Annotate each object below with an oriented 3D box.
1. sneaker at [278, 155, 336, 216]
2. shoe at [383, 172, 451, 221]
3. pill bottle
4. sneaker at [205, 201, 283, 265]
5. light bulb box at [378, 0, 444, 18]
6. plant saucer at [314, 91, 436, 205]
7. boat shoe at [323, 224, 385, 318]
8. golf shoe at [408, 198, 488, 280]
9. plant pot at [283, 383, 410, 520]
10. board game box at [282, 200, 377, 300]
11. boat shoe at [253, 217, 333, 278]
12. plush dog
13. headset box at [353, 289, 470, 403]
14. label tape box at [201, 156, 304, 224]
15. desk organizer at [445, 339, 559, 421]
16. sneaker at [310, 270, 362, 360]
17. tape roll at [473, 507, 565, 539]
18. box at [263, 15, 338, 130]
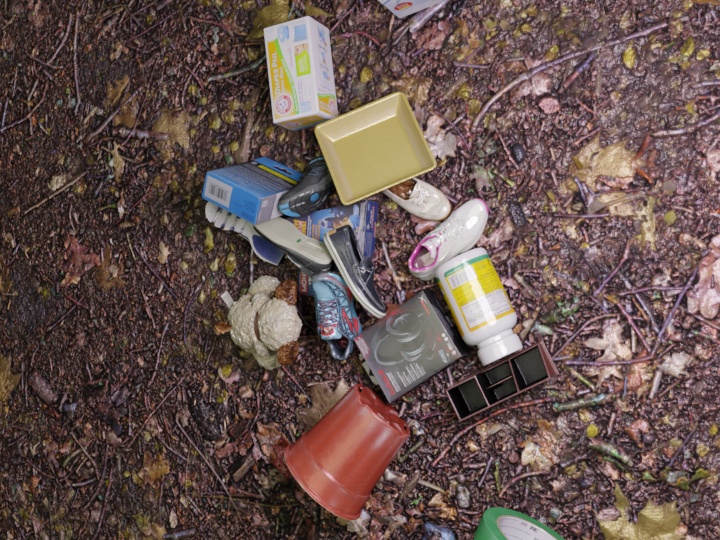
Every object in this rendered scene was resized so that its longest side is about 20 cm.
[{"bbox_3d":[-0.091,-0.182,1.633,0.199,0.074,0.082,-33,64,-21],"label":"sneaker"},{"bbox_3d":[0.090,-0.158,1.593,0.198,0.053,0.071,31,102,20],"label":"shoe"},{"bbox_3d":[0.227,0.070,1.501,0.112,0.112,0.203,-28,79,21],"label":"pill bottle"},{"bbox_3d":[-0.236,-0.107,1.723,0.198,0.115,0.081,35,106,-11],"label":"sneaker"},{"bbox_3d":[0.116,-0.589,1.503,0.195,0.199,0.127,-13,87,23],"label":"light bulb box"},{"bbox_3d":[0.030,-0.234,1.578,0.197,0.049,0.202,-22,63,2],"label":"plant saucer"},{"bbox_3d":[0.000,0.000,1.559,0.062,0.075,0.202,-31,82,13],"label":"boat shoe"},{"bbox_3d":[0.168,-0.058,1.540,0.075,0.091,0.200,46,105,18],"label":"golf shoe"},{"bbox_3d":[-0.016,0.345,1.573,0.200,0.200,0.196,42,98,18],"label":"plant pot"},{"bbox_3d":[-0.071,-0.048,1.659,0.197,0.061,0.204,6,92,24],"label":"board game box"},{"bbox_3d":[-0.143,-0.047,1.620,0.198,0.072,0.068,32,133,19],"label":"boat shoe"},{"bbox_3d":[-0.193,0.108,1.645,0.170,0.159,0.204,-7,85,40],"label":"plush dog"},{"bbox_3d":[0.093,0.154,1.579,0.199,0.077,0.150,-34,77,18],"label":"headset box"},{"bbox_3d":[-0.209,-0.169,1.657,0.143,0.199,0.064,27,117,21],"label":"label tape box"},{"bbox_3d":[0.265,0.210,1.503,0.198,0.077,0.073,-30,79,20],"label":"desk organizer"},{"bbox_3d":[-0.049,0.093,1.583,0.078,0.096,0.202,-7,125,24],"label":"sneaker"},{"bbox_3d":[0.301,0.502,1.421,0.198,0.200,0.049,28,101,21],"label":"tape roll"},{"bbox_3d":[-0.123,-0.405,1.659,0.111,0.101,0.204,-8,87,23],"label":"box"}]
